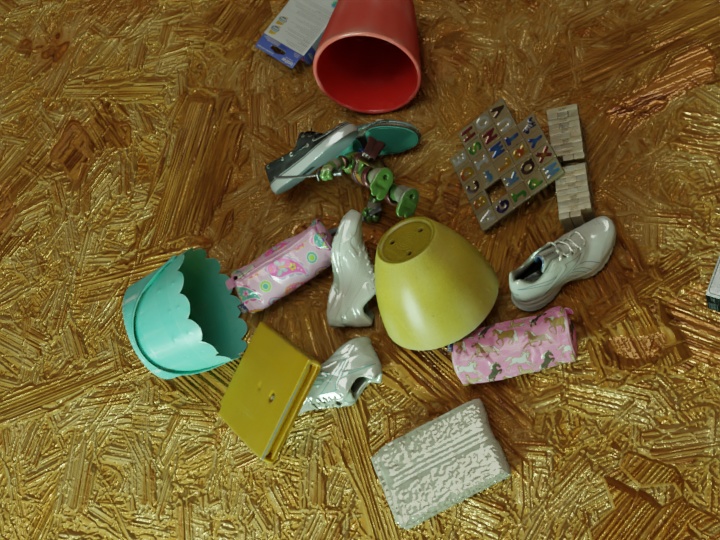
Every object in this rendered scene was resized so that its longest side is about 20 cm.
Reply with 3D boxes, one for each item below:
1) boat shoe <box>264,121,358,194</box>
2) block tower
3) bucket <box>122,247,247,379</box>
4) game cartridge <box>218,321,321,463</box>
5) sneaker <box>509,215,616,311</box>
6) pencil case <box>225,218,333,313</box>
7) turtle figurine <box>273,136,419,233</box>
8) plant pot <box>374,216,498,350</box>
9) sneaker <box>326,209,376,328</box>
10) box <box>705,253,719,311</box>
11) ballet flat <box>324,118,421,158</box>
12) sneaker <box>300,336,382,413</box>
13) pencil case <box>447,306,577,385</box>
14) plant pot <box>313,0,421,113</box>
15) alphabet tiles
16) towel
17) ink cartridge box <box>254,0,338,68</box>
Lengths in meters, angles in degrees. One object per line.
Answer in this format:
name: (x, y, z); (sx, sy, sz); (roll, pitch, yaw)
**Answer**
boat shoe: (-0.092, -0.212, 1.812); (0.199, 0.070, 0.067); (-35, 80, 31)
block tower: (0.343, -0.168, 1.676); (0.053, 0.058, 0.203); (-10, 66, 18)
bucket: (-0.300, 0.080, 1.756); (0.134, 0.207, 0.209); (-23, 61, 17)
game cartridge: (-0.152, 0.194, 1.678); (0.200, 0.032, 0.178); (29, 93, 59)
sneaker: (0.315, -0.016, 1.602); (0.199, 0.087, 0.075); (-40, 57, 1)
pencil case: (-0.133, -0.006, 1.783); (0.199, 0.087, 0.088); (-31, 60, 8)
turtle figurine: (-0.005, -0.126, 1.735); (0.199, 0.145, 0.193); (-30, 27, -20)
plant pot: (0.099, 0.002, 1.612); (0.198, 0.143, 0.201); (-20, 39, 17)
sneaker: (0.000, 0.000, 1.715); (0.098, 0.078, 0.203); (6, 104, 9)
box: (0.612, 0.022, 1.476); (0.198, 0.060, 0.118); (19, 76, 28)
ballet flat: (0.013, -0.241, 1.843); (0.197, 0.074, 0.075); (-8, 65, 15)
sneaker: (-0.053, 0.191, 1.675); (0.199, 0.070, 0.081); (-35, 62, 4)
pencil case: (0.236, 0.115, 1.581); (0.197, 0.087, 0.083); (-13, 26, 17)
plant pot: (0.020, -0.414, 1.850); (0.198, 0.201, 0.179); (-7, 54, 20)
alphabet tiles: (0.236, -0.189, 1.724); (0.167, 0.008, 0.202); (-37, 53, 23)
towel: (0.122, 0.297, 1.576); (0.198, 0.034, 0.134); (-28, 61, 8)
ink cartridge box: (-0.103, -0.484, 2.009); (0.119, 0.042, 0.201); (34, 81, 30)
